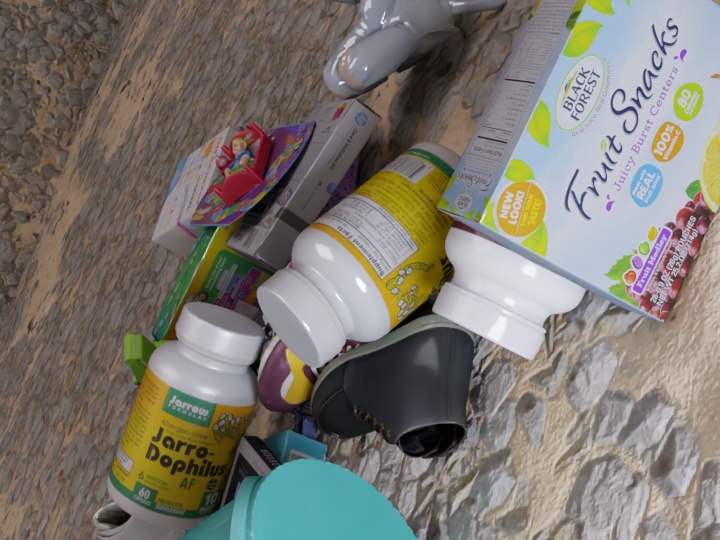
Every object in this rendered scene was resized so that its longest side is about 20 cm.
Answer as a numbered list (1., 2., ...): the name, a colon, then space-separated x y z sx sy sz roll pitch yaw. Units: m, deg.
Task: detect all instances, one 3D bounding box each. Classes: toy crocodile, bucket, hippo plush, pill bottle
1. toy crocodile: -0.213 0.137 1.305 0.061 0.200 0.068 -24 51 15
2. bucket: -0.049 0.250 0.840 0.135 0.207 0.208 -45 30 28
3. hippo plush: 0.010 -0.291 1.216 0.159 0.161 0.200 -33 6 -29
4. pill bottle: 0.133 -0.042 0.846 0.201 0.113 0.113 -64 24 -1
5. pill bottle: -0.165 0.139 1.107 0.201 0.112 0.113 -68 23 10
6. pill bottle: 0.013 -0.011 0.964 0.200 0.113 0.113 -39 16 -21

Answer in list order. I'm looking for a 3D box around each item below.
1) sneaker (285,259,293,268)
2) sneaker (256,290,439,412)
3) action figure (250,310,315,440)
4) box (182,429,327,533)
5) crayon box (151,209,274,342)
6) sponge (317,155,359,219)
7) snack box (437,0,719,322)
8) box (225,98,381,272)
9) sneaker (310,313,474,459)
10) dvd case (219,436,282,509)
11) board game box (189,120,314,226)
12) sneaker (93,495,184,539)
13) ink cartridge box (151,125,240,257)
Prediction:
1. sneaker: 0.010 -0.027 1.119 0.199 0.081 0.086 -35 9 10
2. sneaker: -0.012 0.069 1.041 0.200 0.075 0.090 -46 44 6
3. action figure: -0.108 0.105 1.192 0.193 0.105 0.201 -37 37 18
4. box: -0.111 0.226 1.160 0.200 0.049 0.083 -29 41 52
5. crayon box: -0.154 0.016 1.365 0.201 0.118 0.058 -63 24 2
6. sponge: -0.041 -0.109 1.329 0.112 0.030 0.201 -47 19 32
7. snack box: 0.169 -0.092 0.751 0.201 0.168 0.068 -64 26 -1
8. box: -0.067 -0.096 1.257 0.201 0.041 0.156 -59 18 -5
9. sneaker: 0.017 0.122 0.968 0.200 0.075 0.107 -39 34 42
10. dvd case: -0.099 0.276 1.040 0.150 0.025 0.201 35 112 56
11. board game box: -0.140 -0.122 1.299 0.158 0.039 0.200 -53 24 -17
12. sneaker: -0.262 0.297 1.319 0.200 0.115 0.074 -34 40 51
13. ink cartridge box: -0.168 -0.091 1.490 0.200 0.125 0.129 -23 47 57
